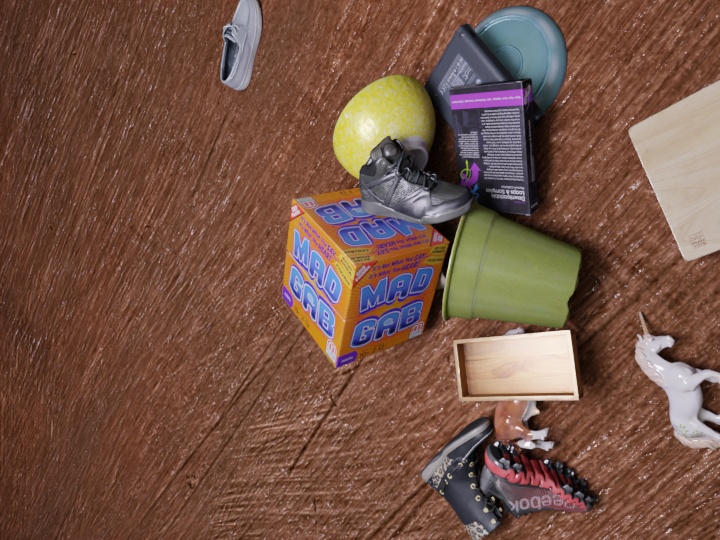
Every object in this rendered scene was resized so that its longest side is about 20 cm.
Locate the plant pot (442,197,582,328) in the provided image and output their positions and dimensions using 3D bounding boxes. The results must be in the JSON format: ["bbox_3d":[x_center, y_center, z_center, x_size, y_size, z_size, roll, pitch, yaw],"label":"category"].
[{"bbox_3d":[0.244,0.005,0.865,0.184,0.199,0.208,15,101,19],"label":"plant pot"}]

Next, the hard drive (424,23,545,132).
[{"bbox_3d":[0.199,-0.281,0.913,0.203,0.032,0.140,55,143,13],"label":"hard drive"}]

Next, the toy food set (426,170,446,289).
[{"bbox_3d":[0.104,-0.061,1.002,0.142,0.059,0.207,-17,87,56],"label":"toy food set"}]

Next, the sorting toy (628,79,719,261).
[{"bbox_3d":[0.504,-0.147,0.739,0.196,0.069,0.205,-26,79,32],"label":"sorting toy"}]

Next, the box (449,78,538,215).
[{"bbox_3d":[0.217,-0.197,0.885,0.141,0.035,0.207,15,121,48],"label":"box"}]

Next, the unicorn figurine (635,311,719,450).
[{"bbox_3d":[0.470,0.168,0.776,0.134,0.073,0.208,-4,96,44],"label":"unicorn figurine"}]

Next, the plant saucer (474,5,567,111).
[{"bbox_3d":[0.246,-0.342,0.922,0.194,0.027,0.209,3,96,33],"label":"plant saucer"}]

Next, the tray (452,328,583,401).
[{"bbox_3d":[0.247,0.154,0.873,0.195,0.036,0.103,-11,83,37],"label":"tray"}]

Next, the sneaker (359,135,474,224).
[{"bbox_3d":[0.078,-0.139,0.841,0.194,0.077,0.117,14,134,32],"label":"sneaker"}]

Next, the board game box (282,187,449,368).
[{"bbox_3d":[0.000,0.000,0.945,0.200,0.195,0.205,44,135,38],"label":"board game box"}]

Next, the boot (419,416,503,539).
[{"bbox_3d":[0.206,0.367,0.960,0.155,0.072,0.206,49,131,19],"label":"boot"}]

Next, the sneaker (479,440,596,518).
[{"bbox_3d":[0.281,0.356,0.887,0.194,0.071,0.101,21,109,-4],"label":"sneaker"}]

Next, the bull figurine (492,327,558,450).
[{"bbox_3d":[0.276,0.200,0.909,0.119,0.064,0.208,17,105,43],"label":"bull figurine"}]

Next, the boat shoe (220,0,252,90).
[{"bbox_3d":[-0.274,-0.517,1.226,0.068,0.071,0.208,18,103,30],"label":"boat shoe"}]

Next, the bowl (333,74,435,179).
[{"bbox_3d":[0.058,-0.215,0.940,0.200,0.197,0.109,-46,57,26],"label":"bowl"}]
